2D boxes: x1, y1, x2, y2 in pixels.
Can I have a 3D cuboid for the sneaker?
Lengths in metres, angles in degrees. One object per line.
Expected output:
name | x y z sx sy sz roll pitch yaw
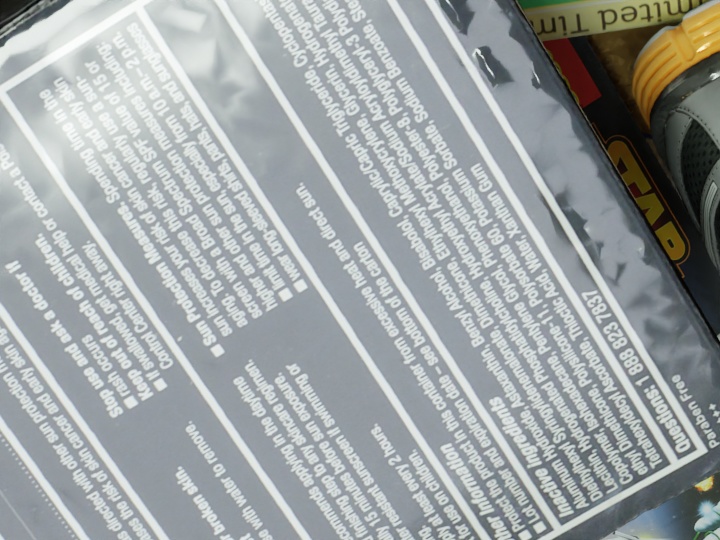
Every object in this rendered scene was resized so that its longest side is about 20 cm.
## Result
sneaker | 0.149 -0.001 0.727 0.078 0.077 0.200 -35 136 19

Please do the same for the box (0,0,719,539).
box | -0.032 -0.003 0.634 0.198 0.123 0.200 -30 109 6

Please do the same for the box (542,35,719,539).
box | 0.054 0.036 0.748 0.137 0.040 0.200 -33 97 -8

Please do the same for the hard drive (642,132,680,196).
hard drive | 0.000 0.000 0.797 0.199 0.025 0.132 10 118 -14

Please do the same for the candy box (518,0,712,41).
candy box | 0.045 -0.167 0.675 0.168 0.077 0.201 -9 124 4
